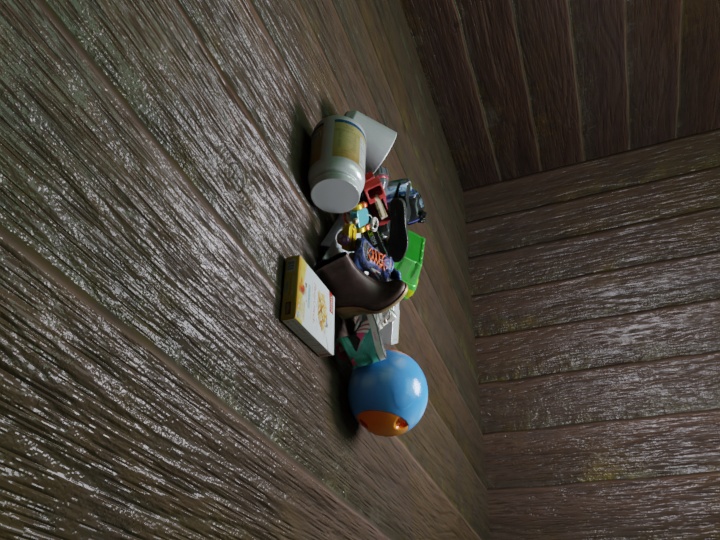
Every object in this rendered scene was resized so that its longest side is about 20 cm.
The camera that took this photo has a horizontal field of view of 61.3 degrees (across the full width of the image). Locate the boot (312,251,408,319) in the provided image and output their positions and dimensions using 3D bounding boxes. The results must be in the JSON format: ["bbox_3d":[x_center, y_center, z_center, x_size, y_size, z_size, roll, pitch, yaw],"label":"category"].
[{"bbox_3d":[0.000,0.026,1.426,0.073,0.195,0.169,-96,162,-53],"label":"boot"}]

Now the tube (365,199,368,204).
[{"bbox_3d":[0.011,-0.248,1.775,0.201,0.049,0.079,-122,-168,-54],"label":"tube"}]

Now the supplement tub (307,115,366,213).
[{"bbox_3d":[-0.057,-0.260,1.495,0.145,0.140,0.205,55,30,-50],"label":"supplement tub"}]

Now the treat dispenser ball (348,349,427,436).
[{"bbox_3d":[0.066,0.295,1.471,0.200,0.195,0.208,-11,90,-72],"label":"treat dispenser ball"}]

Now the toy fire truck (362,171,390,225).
[{"bbox_3d":[0.043,-0.182,1.603,0.143,0.048,0.202,-113,178,-46],"label":"toy fire truck"}]

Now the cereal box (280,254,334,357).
[{"bbox_3d":[-0.108,0.081,1.312,0.201,0.038,0.148,53,32,-54],"label":"cereal box"}]

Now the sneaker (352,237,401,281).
[{"bbox_3d":[0.042,-0.022,1.480,0.200,0.076,0.078,44,50,-53],"label":"sneaker"}]

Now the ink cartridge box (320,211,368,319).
[{"bbox_3d":[-0.035,-0.014,1.557,0.203,0.040,0.202,66,34,-30],"label":"ink cartridge box"}]

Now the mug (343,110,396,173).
[{"bbox_3d":[-0.006,-0.361,1.727,0.151,0.186,0.152,32,59,-12],"label":"mug"}]

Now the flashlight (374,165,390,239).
[{"bbox_3d":[0.068,-0.203,1.787,0.068,0.066,0.206,60,17,-70],"label":"flashlight"}]

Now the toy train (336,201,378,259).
[{"bbox_3d":[-0.015,-0.071,1.514,0.151,0.054,0.205,58,40,-48],"label":"toy train"}]

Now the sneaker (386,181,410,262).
[{"bbox_3d":[0.109,-0.132,1.637,0.104,0.058,0.207,-39,130,-72],"label":"sneaker"}]

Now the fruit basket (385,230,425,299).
[{"bbox_3d":[0.137,-0.004,2.017,0.216,0.152,0.221,-155,-91,-84],"label":"fruit basket"}]

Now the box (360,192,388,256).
[{"bbox_3d":[0.028,-0.107,1.691,0.200,0.046,0.198,30,35,-85],"label":"box"}]

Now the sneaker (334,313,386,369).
[{"bbox_3d":[-0.008,0.168,1.463,0.201,0.117,0.086,-105,174,-67],"label":"sneaker"}]

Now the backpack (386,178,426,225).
[{"bbox_3d":[0.109,-0.207,1.920,0.200,0.177,0.152,-57,131,-81],"label":"backpack"}]

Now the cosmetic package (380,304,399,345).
[{"bbox_3d":[0.071,0.105,1.723,0.102,0.071,0.207,16,75,-77],"label":"cosmetic package"}]

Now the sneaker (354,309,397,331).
[{"bbox_3d":[0.044,0.126,1.583,0.078,0.097,0.206,-7,115,-77],"label":"sneaker"}]
